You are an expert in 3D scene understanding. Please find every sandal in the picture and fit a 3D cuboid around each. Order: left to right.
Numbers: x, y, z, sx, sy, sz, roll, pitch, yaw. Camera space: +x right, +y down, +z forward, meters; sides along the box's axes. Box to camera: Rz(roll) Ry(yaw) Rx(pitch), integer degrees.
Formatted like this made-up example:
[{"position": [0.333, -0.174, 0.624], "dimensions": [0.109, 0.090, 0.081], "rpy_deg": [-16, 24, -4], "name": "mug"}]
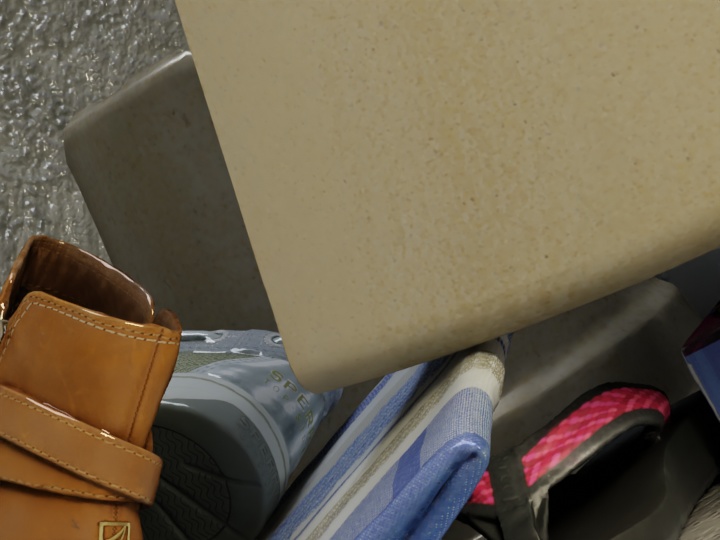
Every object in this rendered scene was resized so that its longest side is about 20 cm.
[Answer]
[{"position": [0.059, 0.055, 0.751], "dimensions": [0.075, 0.045, 0.200], "rpy_deg": [-28, 3, 29], "name": "sandal"}]

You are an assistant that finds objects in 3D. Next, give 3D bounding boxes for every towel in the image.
[{"position": [-0.005, 0.073, 0.737], "dimensions": [0.147, 0.024, 0.200], "rpy_deg": [-50, 4, 12], "name": "towel"}]

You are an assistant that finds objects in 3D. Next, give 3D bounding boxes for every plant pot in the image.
[{"position": [0.000, 0.000, 0.920], "dimensions": [0.200, 0.184, 0.200], "rpy_deg": [-30, 3, 2], "name": "plant pot"}, {"position": [0.073, -0.104, 0.723], "dimensions": [0.176, 0.200, 0.200], "rpy_deg": [-9, 16, 30], "name": "plant pot"}]

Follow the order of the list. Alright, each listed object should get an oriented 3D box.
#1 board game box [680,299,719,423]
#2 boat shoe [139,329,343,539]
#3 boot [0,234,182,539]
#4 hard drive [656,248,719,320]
[{"position": [0.207, -0.031, 0.793], "dimensions": [0.200, 0.043, 0.199], "rpy_deg": [-29, 3, 25], "name": "board game box"}, {"position": [-0.098, 0.051, 0.861], "dimensions": [0.201, 0.075, 0.065], "rpy_deg": [-7, 26, 37], "name": "boat shoe"}, {"position": [-0.115, 0.064, 0.782], "dimensions": [0.076, 0.156, 0.200], "rpy_deg": [8, 8, -28], "name": "boot"}, {"position": [0.062, -0.041, 1.034], "dimensions": [0.132, 0.200, 0.025], "rpy_deg": [-28, 37, 26], "name": "hard drive"}]
